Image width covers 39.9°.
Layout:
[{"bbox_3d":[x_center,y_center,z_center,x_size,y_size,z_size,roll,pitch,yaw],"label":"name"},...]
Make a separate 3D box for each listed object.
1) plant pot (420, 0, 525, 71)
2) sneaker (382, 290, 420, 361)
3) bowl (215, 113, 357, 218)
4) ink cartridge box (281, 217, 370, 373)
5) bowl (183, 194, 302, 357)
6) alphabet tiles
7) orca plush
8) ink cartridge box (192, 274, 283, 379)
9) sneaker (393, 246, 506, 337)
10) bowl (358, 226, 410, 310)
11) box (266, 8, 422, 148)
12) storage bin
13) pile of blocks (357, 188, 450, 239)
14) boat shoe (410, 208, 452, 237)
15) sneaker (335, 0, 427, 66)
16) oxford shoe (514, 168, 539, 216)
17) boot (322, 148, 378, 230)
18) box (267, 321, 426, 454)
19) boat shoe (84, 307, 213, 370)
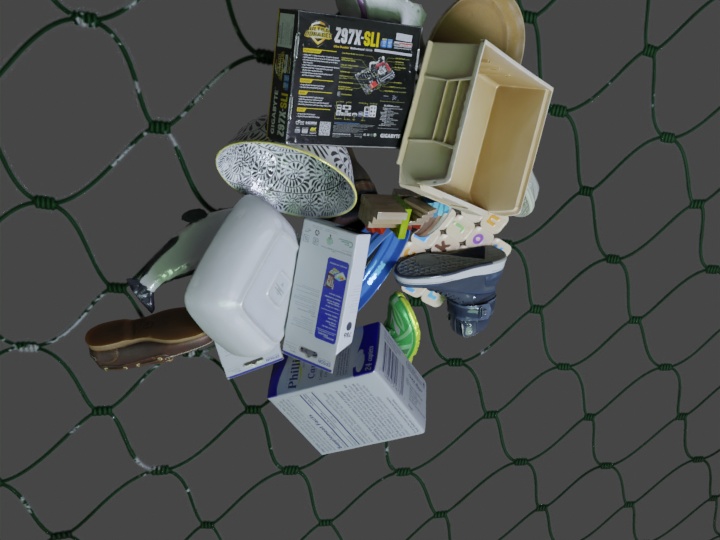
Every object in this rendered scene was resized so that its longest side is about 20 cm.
[{"bbox_3d":[0.155,-0.302,1.408,0.199,0.027,0.202,-23,130,-31],"label":"plant pot"},{"bbox_3d":[0.047,0.128,1.660,0.083,0.074,0.201,-7,126,-24],"label":"sneaker"},{"bbox_3d":[-0.091,-0.161,1.362,0.199,0.095,0.201,12,157,5],"label":"bowl"},{"bbox_3d":[-0.050,0.034,1.398,0.039,0.099,0.202,-4,109,-55],"label":"ink cartridge box"},{"bbox_3d":[-0.142,0.016,1.408,0.201,0.074,0.200,-62,147,-19],"label":"bowl"},{"bbox_3d":[0.154,-0.031,1.635,0.195,0.015,0.200,26,110,-37],"label":"alphabet tiles"},{"bbox_3d":[-0.236,-0.015,1.433,0.200,0.105,0.071,-50,170,-12],"label":"orca plush"},{"bbox_3d":[-0.187,0.070,1.528,0.099,0.039,0.201,-19,127,-12],"label":"ink cartridge box"},{"bbox_3d":[0.140,0.044,1.623,0.201,0.077,0.147,-6,123,-24],"label":"sneaker"},{"bbox_3d":[0.000,0.000,1.502,0.201,0.039,0.201,-49,166,-16],"label":"bowl"},{"bbox_3d":[-0.018,-0.238,1.254,0.199,0.049,0.161,-4,106,-38],"label":"box"},{"bbox_3d":[0.155,-0.186,1.346,0.199,0.093,0.200,15,90,-53],"label":"storage bin"},{"bbox_3d":[0.076,-0.077,1.410,0.199,0.082,0.063,-18,130,-45],"label":"pile of blocks"},{"bbox_3d":[0.112,-0.148,1.503,0.071,0.076,0.201,14,107,-27],"label":"boat shoe"},{"bbox_3d":[0.030,-0.351,1.334,0.100,0.075,0.201,-44,131,-16],"label":"sneaker"},{"bbox_3d":[0.230,-0.177,1.545,0.058,0.075,0.201,-54,132,-37],"label":"oxford shoe"},{"bbox_3d":[-0.037,-0.093,1.478,0.074,0.098,0.200,-2,148,-31],"label":"boot"},{"bbox_3d":[-0.018,0.195,1.610,0.198,0.106,0.184,-16,134,23],"label":"box"},{"bbox_3d":[-0.304,0.105,1.474,0.198,0.071,0.071,-7,129,6],"label":"boat shoe"}]
